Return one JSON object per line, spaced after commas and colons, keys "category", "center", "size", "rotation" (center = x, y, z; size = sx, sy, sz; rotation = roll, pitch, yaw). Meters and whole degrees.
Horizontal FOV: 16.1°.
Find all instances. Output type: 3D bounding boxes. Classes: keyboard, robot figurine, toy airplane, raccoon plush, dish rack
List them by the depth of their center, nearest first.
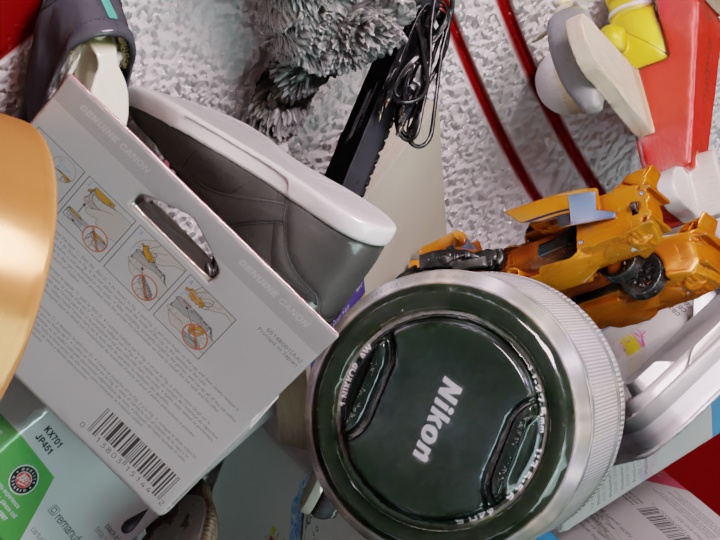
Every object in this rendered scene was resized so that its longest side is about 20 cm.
{"category": "raccoon plush", "center": [-0.051, -0.149, 1.443], "size": [0.134, 0.097, 0.200], "rotation": [13, 110, -38]}
{"category": "keyboard", "center": [0.020, -0.089, 1.481], "size": [0.104, 0.040, 0.200], "rotation": [-45, -159, 60]}
{"category": "robot figurine", "center": [0.118, 0.002, 1.581], "size": [0.200, 0.058, 0.145], "rotation": [-17, 146, 31]}
{"category": "dish rack", "center": [0.212, 0.051, 1.599], "size": [0.172, 0.044, 0.200], "rotation": [-42, 179, -9]}
{"category": "toy airplane", "center": [0.179, -0.109, 1.636], "size": [0.199, 0.141, 0.200], "rotation": [-52, 137, -51]}

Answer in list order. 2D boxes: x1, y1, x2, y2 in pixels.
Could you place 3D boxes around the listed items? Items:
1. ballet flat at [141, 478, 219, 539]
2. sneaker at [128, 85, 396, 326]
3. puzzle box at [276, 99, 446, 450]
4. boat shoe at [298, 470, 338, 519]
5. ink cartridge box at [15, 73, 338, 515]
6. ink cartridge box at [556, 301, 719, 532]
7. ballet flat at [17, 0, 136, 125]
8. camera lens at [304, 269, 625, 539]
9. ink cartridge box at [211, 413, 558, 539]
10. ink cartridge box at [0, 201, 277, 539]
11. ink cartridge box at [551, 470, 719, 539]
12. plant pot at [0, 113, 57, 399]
{"category": "ballet flat", "center": [-0.108, 0.167, 1.551], "size": [0.067, 0.200, 0.046], "rotation": [-39, 102, 1]}
{"category": "sneaker", "center": [-0.077, -0.028, 1.417], "size": [0.071, 0.200, 0.099], "rotation": [9, 111, -55]}
{"category": "puzzle box", "center": [0.000, 0.000, 1.574], "size": [0.200, 0.025, 0.133], "rotation": [-53, 149, -43]}
{"category": "boat shoe", "center": [0.022, 0.100, 1.592], "size": [0.073, 0.063, 0.200], "rotation": [-61, 175, 33]}
{"category": "ink cartridge box", "center": [-0.124, 0.010, 1.376], "size": [0.176, 0.200, 0.045], "rotation": [-45, -179, 33]}
{"category": "ink cartridge box", "center": [0.153, 0.070, 1.752], "size": [0.200, 0.129, 0.125], "rotation": [-30, 135, -23]}
{"category": "ballet flat", "center": [-0.162, -0.063, 1.418], "size": [0.073, 0.073, 0.200], "rotation": [-9, 125, -37]}
{"category": "camera lens", "center": [0.064, 0.080, 1.443], "size": [0.160, 0.160, 0.200], "rotation": [-57, 168, 7]}
{"category": "ink cartridge box", "center": [0.011, 0.193, 1.656], "size": [0.147, 0.200, 0.145], "rotation": [-5, 128, -40]}
{"category": "ink cartridge box", "center": [-0.154, 0.079, 1.518], "size": [0.200, 0.083, 0.147], "rotation": [-42, 139, -11]}
{"category": "ink cartridge box", "center": [0.156, 0.201, 1.838], "size": [0.200, 0.145, 0.084], "rotation": [-3, 121, -40]}
{"category": "plant pot", "center": [-0.264, -0.006, 1.292], "size": [0.140, 0.200, 0.200], "rotation": [22, 103, -31]}
